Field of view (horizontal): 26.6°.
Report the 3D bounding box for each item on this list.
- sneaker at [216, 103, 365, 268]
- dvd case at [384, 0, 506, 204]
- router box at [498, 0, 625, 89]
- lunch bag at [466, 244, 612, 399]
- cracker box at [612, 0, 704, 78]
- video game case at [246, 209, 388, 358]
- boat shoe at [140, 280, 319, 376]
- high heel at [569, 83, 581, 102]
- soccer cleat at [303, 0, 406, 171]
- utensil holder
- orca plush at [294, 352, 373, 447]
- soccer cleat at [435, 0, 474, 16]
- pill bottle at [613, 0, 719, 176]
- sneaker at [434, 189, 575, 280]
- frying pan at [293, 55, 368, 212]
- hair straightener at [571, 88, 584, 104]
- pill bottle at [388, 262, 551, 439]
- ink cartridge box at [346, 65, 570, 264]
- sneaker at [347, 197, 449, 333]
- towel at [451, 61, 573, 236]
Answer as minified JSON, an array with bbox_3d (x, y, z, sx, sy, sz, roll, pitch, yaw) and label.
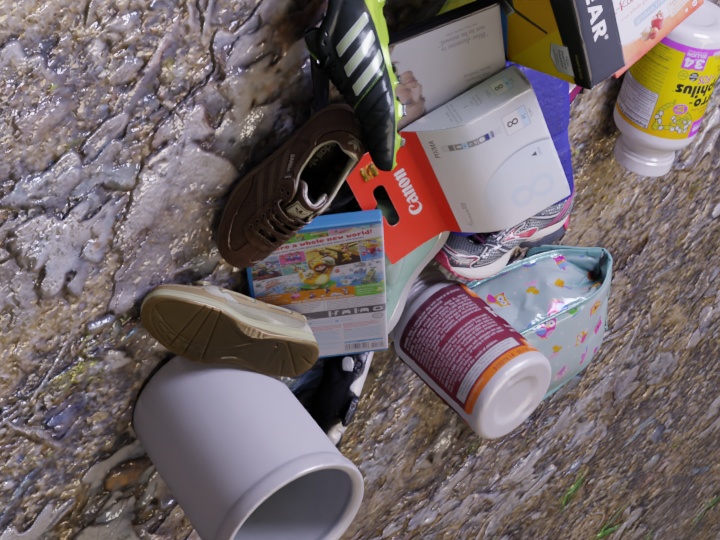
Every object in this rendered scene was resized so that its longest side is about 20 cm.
[{"bbox_3d":[-0.070,-0.070,1.432,0.070,0.076,0.200,31,113,-23],"label":"sneaker"},{"bbox_3d":[0.078,-0.162,1.480,0.141,0.018,0.201,-22,138,-8],"label":"dvd case"},{"bbox_3d":[0.160,-0.279,1.396,0.051,0.149,0.202,-33,125,-21],"label":"router box"},{"bbox_3d":[0.227,0.066,1.897,0.198,0.122,0.172,-27,141,-19],"label":"lunch bag"},{"bbox_3d":[0.266,-0.319,1.562,0.134,0.058,0.201,-40,129,-11],"label":"cracker box"},{"bbox_3d":[-0.044,0.020,1.575,0.141,0.018,0.201,-6,137,-3],"label":"video game case"},{"bbox_3d":[-0.132,0.050,1.520,0.199,0.064,0.073,15,126,-30],"label":"boat shoe"},{"bbox_3d":[0.178,-0.153,1.670,0.199,0.068,0.096,-35,143,3],"label":"high heel"},{"bbox_3d":[-0.007,-0.186,1.365,0.080,0.068,0.203,-10,100,-3],"label":"soccer cleat"},{"bbox_3d":[-0.119,0.193,1.553,0.169,0.200,0.171,-26,142,-22],"label":"utensil holder"},{"bbox_3d":[-0.049,0.160,1.754,0.106,0.070,0.202,-79,-170,-56],"label":"orca plush"},{"bbox_3d":[0.096,-0.243,1.507,0.198,0.065,0.085,-26,111,-23],"label":"soccer cleat"},{"bbox_3d":[0.357,-0.213,1.774,0.103,0.104,0.202,-19,137,-35],"label":"pill bottle"},{"bbox_3d":[0.160,-0.057,1.728,0.199,0.081,0.075,-29,150,-30],"label":"sneaker"},{"bbox_3d":[-0.047,-0.130,1.468,0.115,0.031,0.190,-42,137,-5],"label":"frying pan"},{"bbox_3d":[0.254,-0.242,1.681,0.076,0.041,0.202,-10,126,-43],"label":"hair straightener"},{"bbox_3d":[0.110,0.084,1.709,0.113,0.200,0.115,-29,143,-25],"label":"pill bottle"},{"bbox_3d":[0.098,-0.090,1.510,0.199,0.047,0.161,-31,137,-1],"label":"ink cartridge box"},{"bbox_3d":[0.000,-0.001,1.627,0.117,0.074,0.202,8,126,-36],"label":"sneaker"},{"bbox_3d":[0.149,-0.139,1.590,0.146,0.050,0.202,-20,134,-11],"label":"towel"}]
